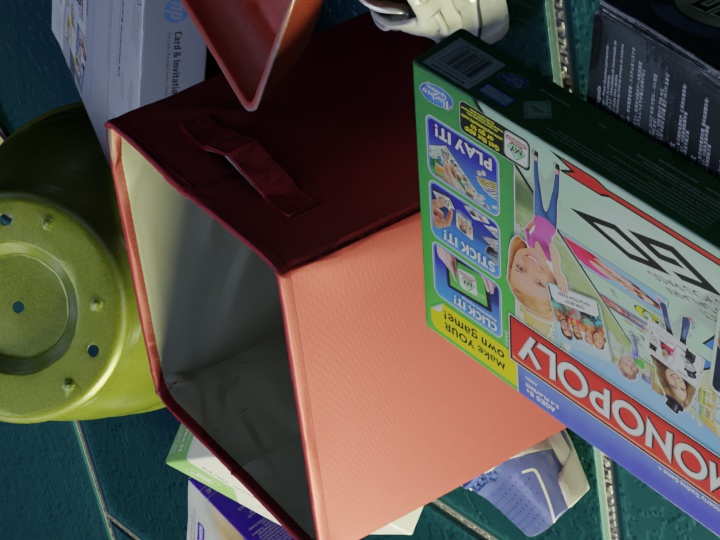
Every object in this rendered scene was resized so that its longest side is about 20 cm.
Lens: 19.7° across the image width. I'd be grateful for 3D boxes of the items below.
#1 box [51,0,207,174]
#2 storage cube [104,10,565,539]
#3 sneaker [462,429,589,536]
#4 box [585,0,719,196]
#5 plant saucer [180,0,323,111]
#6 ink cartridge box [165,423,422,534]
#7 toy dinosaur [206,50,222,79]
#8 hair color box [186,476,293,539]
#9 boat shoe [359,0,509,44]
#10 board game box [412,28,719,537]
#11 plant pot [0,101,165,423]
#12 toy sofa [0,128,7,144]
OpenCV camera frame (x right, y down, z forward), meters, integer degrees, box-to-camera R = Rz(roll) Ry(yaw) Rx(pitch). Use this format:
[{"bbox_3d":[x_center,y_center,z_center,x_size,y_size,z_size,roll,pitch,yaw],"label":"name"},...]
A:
[{"bbox_3d":[-0.132,-0.148,1.165,0.200,0.041,0.157,-116,26,-46],"label":"box"},{"bbox_3d":[0.000,0.000,1.032,0.171,0.179,0.201,39,146,45],"label":"storage cube"},{"bbox_3d":[0.026,0.080,1.179,0.200,0.115,0.081,53,154,7],"label":"sneaker"},{"bbox_3d":[0.165,-0.040,0.771,0.086,0.163,0.201,37,148,31],"label":"box"},{"bbox_3d":[-0.049,-0.211,0.942,0.200,0.037,0.201,59,143,33],"label":"plant saucer"},{"bbox_3d":[-0.028,0.114,1.307,0.117,0.068,0.200,31,160,-21],"label":"ink cartridge box"},{"bbox_3d":[-0.070,-0.100,1.176,0.136,0.102,0.200,52,180,45],"label":"toy dinosaur"},{"bbox_3d":[-0.043,0.229,1.511,0.200,0.065,0.110,41,149,24],"label":"hair color box"},{"bbox_3d":[0.024,-0.141,0.934,0.074,0.065,0.200,63,178,15],"label":"boat shoe"},{"bbox_3d":[0.099,0.015,0.730,0.200,0.029,0.135,35,145,34],"label":"board game box"},{"bbox_3d":[-0.172,0.006,1.221,0.201,0.200,0.193,57,-168,-2],"label":"plant pot"},{"bbox_3d":[-0.337,-0.142,1.587,0.083,0.097,0.201,-127,12,-71],"label":"toy sofa"}]
